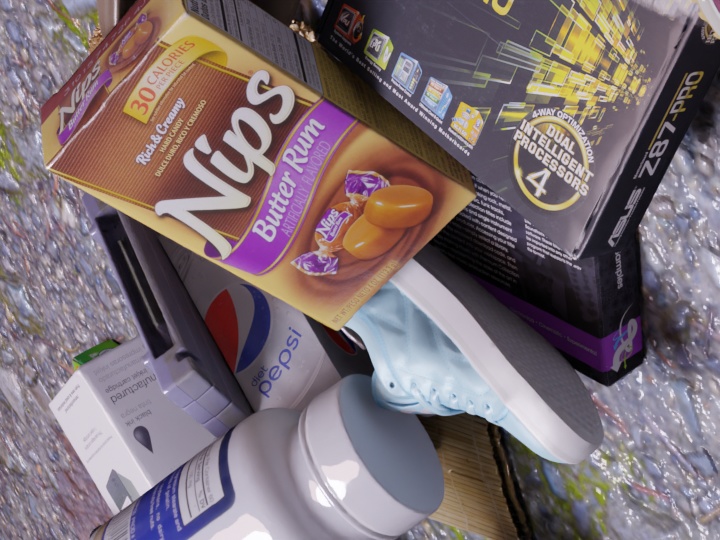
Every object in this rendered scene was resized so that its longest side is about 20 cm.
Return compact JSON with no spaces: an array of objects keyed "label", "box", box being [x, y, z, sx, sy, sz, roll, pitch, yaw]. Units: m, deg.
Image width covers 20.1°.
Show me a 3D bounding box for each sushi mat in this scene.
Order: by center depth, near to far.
[{"label":"sushi mat","box":[0.036,0.121,1.343,0.199,0.012,0.096,12,124,54]}]

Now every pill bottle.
[{"label":"pill bottle","box":[-0.054,0.150,1.162,0.200,0.120,0.120,-36,82,24]}]

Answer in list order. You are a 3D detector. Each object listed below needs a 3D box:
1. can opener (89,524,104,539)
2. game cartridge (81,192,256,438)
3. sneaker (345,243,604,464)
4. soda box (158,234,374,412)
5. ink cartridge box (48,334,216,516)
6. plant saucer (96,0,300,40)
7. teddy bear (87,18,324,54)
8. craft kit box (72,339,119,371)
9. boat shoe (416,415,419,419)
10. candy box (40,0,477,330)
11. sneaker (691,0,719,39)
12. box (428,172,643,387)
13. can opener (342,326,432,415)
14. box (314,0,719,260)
[{"label":"can opener","box":[-0.129,0.223,1.359,0.199,0.053,0.067,7,117,51]},{"label":"game cartridge","box":[-0.110,0.039,1.300,0.130,0.038,0.200,51,-174,-44]},{"label":"sneaker","box":[0.052,0.056,1.105,0.200,0.074,0.082,46,111,41]},{"label":"soda box","box":[-0.051,0.035,1.283,0.068,0.063,0.201,27,-155,-52]},{"label":"ink cartridge box","box":[-0.104,0.136,1.445,0.201,0.145,0.084,57,147,7]},{"label":"plant saucer","box":[-0.082,-0.175,1.088,0.029,0.200,0.201,19,134,24]},{"label":"teddy bear","box":[-0.086,-0.128,1.288,0.199,0.067,0.146,0,124,51]},{"label":"craft kit box","box":[-0.148,0.177,1.660,0.197,0.048,0.201,22,132,46]},{"label":"boat shoe","box":[-0.033,0.072,1.342,0.200,0.064,0.072,46,140,40]},{"label":"candy box","box":[-0.051,-0.060,1.045,0.117,0.199,0.057,-44,34,24]},{"label":"sneaker","box":[0.201,-0.096,0.843,0.090,0.075,0.201,0,121,49]},{"label":"box","box":[0.087,-0.051,1.093,0.143,0.036,0.201,29,138,44]},{"label":"can opener","box":[0.000,0.000,1.211,0.200,0.053,0.067,50,141,-3]},{"label":"box","box":[0.080,-0.128,0.973,0.200,0.049,0.162,44,123,29]}]
